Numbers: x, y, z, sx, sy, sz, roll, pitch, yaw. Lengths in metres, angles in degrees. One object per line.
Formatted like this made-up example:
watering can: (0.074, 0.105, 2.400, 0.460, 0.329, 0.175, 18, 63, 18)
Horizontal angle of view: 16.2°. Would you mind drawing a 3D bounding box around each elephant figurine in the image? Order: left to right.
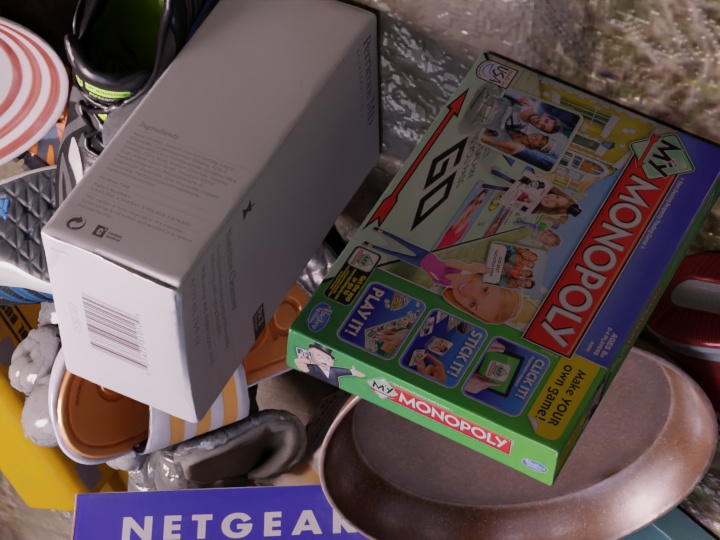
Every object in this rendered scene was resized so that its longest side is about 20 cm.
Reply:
elephant figurine: (-0.097, 0.081, 1.456, 0.155, 0.142, 0.200, -5, 148, 35)

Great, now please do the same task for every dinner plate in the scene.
dinner plate: (-0.249, -0.090, 1.284, 0.200, 0.024, 0.200, -10, 157, -4)

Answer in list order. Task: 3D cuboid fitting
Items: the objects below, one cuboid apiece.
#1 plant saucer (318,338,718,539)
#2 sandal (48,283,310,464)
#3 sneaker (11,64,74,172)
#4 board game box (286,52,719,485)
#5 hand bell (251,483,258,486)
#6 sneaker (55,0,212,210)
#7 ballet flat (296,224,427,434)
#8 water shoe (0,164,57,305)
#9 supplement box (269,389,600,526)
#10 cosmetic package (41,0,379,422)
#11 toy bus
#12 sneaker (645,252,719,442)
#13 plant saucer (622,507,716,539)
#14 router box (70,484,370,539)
plant saucer: (0.078, 0.081, 1.266, 0.200, 0.035, 0.200, -3, 140, -2)
sandal: (-0.070, 0.039, 1.339, 0.059, 0.206, 0.079, 12, 121, 57)
sneaker: (-0.159, -0.100, 1.367, 0.200, 0.078, 0.112, 37, 143, -22)
board game box: (0.072, -0.006, 1.167, 0.134, 0.200, 0.029, 23, 143, 15)
hand bell: (-0.056, 0.152, 1.585, 0.200, 0.104, 0.104, 39, 147, 17)
sneaker: (-0.124, -0.094, 1.268, 0.071, 0.083, 0.200, 25, 116, 19)
ballet flat: (0.000, 0.000, 1.328, 0.200, 0.057, 0.066, 51, -167, 21)
water shoe: (-0.172, -0.017, 1.379, 0.200, 0.072, 0.079, 0, 171, 23)
supplement box: (0.055, 0.109, 1.428, 0.126, 0.074, 0.200, 43, 145, -10)
cosmetic package: (-0.068, -0.039, 1.244, 0.081, 0.200, 0.113, 22, 146, 19)
toy bus: (-0.204, 0.084, 1.606, 0.065, 0.078, 0.200, 0, 132, 39)
sneaker: (0.240, 0.060, 1.236, 0.200, 0.078, 0.116, 23, 154, 37)
plant saucer: (0.132, 0.178, 1.497, 0.070, 0.019, 0.200, 39, 144, -7)
router box: (-0.056, 0.194, 1.438, 0.200, 0.049, 0.180, -3, 139, 3)
